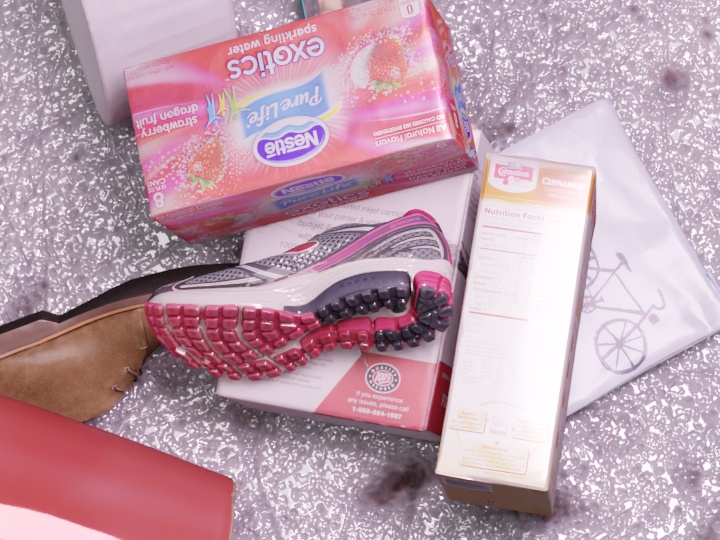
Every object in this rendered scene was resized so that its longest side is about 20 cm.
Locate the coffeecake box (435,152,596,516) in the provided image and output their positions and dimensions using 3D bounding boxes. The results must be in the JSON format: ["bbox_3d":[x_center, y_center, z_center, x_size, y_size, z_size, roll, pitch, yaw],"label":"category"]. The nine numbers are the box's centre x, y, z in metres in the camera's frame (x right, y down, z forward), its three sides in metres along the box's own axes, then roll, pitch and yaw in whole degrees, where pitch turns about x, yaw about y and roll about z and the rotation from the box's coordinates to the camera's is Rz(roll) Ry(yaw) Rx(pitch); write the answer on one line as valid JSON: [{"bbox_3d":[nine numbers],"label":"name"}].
[{"bbox_3d":[0.101,0.044,1.449,0.072,0.154,0.202,8,79,8],"label":"coffeecake box"}]

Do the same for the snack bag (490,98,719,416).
[{"bbox_3d":[0.126,0.000,1.545,0.199,0.021,0.189,-29,77,-1],"label":"snack bag"}]

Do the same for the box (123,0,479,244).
[{"bbox_3d":[-0.036,-0.094,1.437,0.198,0.095,0.103,-13,78,10],"label":"box"}]

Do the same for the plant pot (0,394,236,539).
[{"bbox_3d":[-0.176,0.187,1.445,0.176,0.200,0.202,10,78,-6],"label":"plant pot"}]

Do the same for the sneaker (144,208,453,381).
[{"bbox_3d":[-0.038,0.015,1.436,0.198,0.081,0.075,-8,51,10],"label":"sneaker"}]

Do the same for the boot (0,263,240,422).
[{"bbox_3d":[-0.160,0.049,1.535,0.199,0.074,0.076,-20,96,2],"label":"boot"}]

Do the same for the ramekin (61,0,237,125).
[{"bbox_3d":[-0.151,-0.205,1.519,0.097,0.201,0.202,-16,77,-9],"label":"ramekin"}]

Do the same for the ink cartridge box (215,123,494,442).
[{"bbox_3d":[0.000,0.000,1.505,0.146,0.083,0.202,9,82,14],"label":"ink cartridge box"}]

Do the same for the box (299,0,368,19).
[{"bbox_3d":[-0.009,-0.221,1.587,0.082,0.049,0.202,-12,77,0],"label":"box"}]
